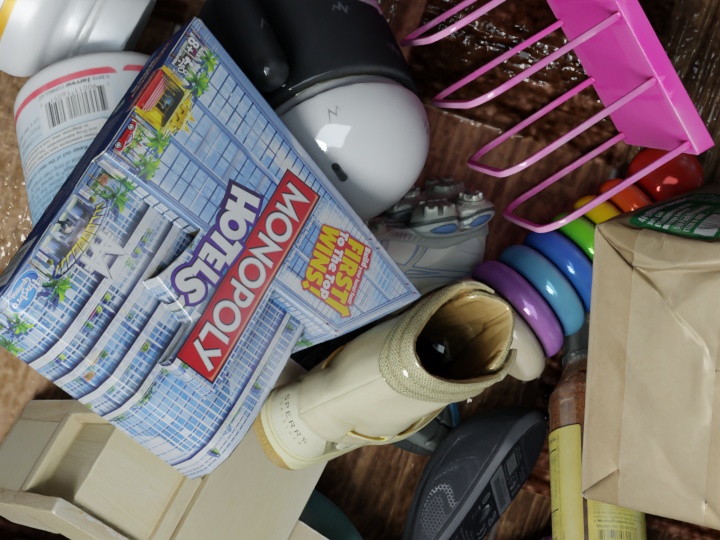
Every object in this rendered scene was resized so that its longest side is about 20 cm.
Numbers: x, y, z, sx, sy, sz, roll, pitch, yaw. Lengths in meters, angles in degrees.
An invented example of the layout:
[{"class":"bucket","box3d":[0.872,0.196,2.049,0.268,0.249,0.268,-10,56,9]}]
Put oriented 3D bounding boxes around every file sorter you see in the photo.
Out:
[{"class":"file sorter","box3d":[0.108,-0.139,0.869,0.125,0.139,0.200,-32,101,-3]}]

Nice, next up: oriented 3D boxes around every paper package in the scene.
[{"class":"paper package","box3d":[0.233,0.047,0.861,0.103,0.200,0.191,9,106,35]}]

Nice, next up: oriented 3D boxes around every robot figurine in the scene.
[{"class":"robot figurine","box3d":[-0.035,-0.120,0.850,0.150,0.125,0.200,-5,58,-32]}]

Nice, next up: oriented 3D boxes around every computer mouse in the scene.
[{"class":"computer mouse","box3d":[0.054,0.164,0.911,0.053,0.139,0.200,29,65,27]}]

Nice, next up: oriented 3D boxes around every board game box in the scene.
[{"class":"board game box","box3d":[-0.072,0.002,0.736,0.200,0.062,0.200,38,59,-19]}]

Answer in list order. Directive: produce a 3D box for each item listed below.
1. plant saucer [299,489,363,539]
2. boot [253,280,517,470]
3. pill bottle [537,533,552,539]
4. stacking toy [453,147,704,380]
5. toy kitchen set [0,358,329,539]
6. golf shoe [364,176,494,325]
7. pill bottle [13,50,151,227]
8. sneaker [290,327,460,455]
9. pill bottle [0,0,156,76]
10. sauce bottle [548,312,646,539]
[{"class":"plant saucer","box3d":[-0.083,0.244,0.949,0.200,0.027,0.201,-1,85,16]},{"class":"boot","box3d":[0.046,0.055,0.843,0.155,0.200,0.073,-32,78,40]},{"class":"pill bottle","box3d":[0.109,0.266,0.965,0.200,0.112,0.112,-25,101,0]},{"class":"stacking toy","box3d":[0.158,-0.018,0.925,0.200,0.085,0.085,-42,101,-10]},{"class":"toy kitchen set","box3d":[-0.118,0.139,0.919,0.200,0.180,0.163,39,66,-23]},{"class":"golf shoe","box3d":[0.000,0.000,0.909,0.200,0.078,0.097,-9,114,-20]},{"class":"pill bottle","box3d":[-0.142,-0.023,0.809,0.109,0.109,0.200,-14,70,-1]},{"class":"sneaker","box3d":[-0.018,0.078,0.952,0.200,0.073,0.082,31,135,-19]},{"class":"pill bottle","box3d":[-0.236,-0.194,0.854,0.200,0.111,0.111,28,97,-9]},{"class":"sauce bottle","box3d":[0.163,0.119,0.923,0.066,0.066,0.200,6,66,-5]}]
